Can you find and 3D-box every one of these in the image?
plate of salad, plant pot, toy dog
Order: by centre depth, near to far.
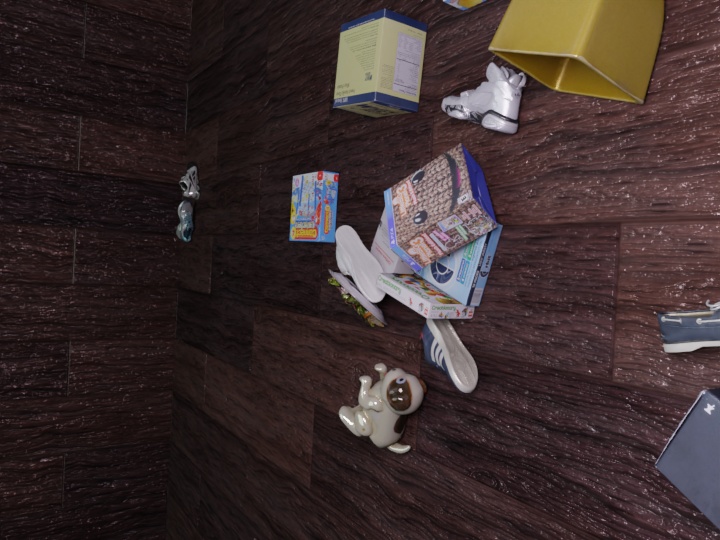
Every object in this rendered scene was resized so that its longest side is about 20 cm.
[{"bbox_3d":[0.357,-0.403,0.950,0.193,0.191,0.206,33,106,52],"label":"plant pot"},{"bbox_3d":[0.065,0.310,1.390,0.196,0.137,0.202,56,133,25],"label":"toy dog"},{"bbox_3d":[-0.012,0.073,1.480,0.048,0.199,0.200,-47,41,2],"label":"plate of salad"}]

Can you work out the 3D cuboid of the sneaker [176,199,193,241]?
[{"bbox_3d":[-0.817,-0.233,2.873,0.086,0.076,0.206,35,124,39],"label":"sneaker"}]

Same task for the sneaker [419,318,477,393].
[{"bbox_3d":[0.180,0.189,1.277,0.086,0.073,0.203,-61,32,32],"label":"sneaker"}]

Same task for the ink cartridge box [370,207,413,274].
[{"bbox_3d":[0.092,-0.073,1.432,0.116,0.066,0.205,49,127,48],"label":"ink cartridge box"}]

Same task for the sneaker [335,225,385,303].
[{"bbox_3d":[0.000,0.000,1.469,0.204,0.072,0.116,62,166,18],"label":"sneaker"}]

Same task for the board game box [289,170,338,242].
[{"bbox_3d":[-0.142,-0.187,1.817,0.198,0.054,0.203,4,91,57],"label":"board game box"}]

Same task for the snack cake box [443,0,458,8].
[{"bbox_3d":[0.256,-0.621,1.219,0.198,0.066,0.119,6,91,57],"label":"snack cake box"}]

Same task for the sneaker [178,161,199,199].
[{"bbox_3d":[-0.810,-0.432,2.848,0.074,0.086,0.205,-48,48,45],"label":"sneaker"}]

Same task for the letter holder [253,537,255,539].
[{"bbox_3d":[-0.370,1.026,2.045,0.199,0.098,0.147,29,110,54],"label":"letter holder"}]

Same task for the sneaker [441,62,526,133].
[{"bbox_3d":[0.248,-0.351,1.210,0.199,0.073,0.118,35,116,47],"label":"sneaker"}]

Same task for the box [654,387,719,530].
[{"bbox_3d":[0.487,0.237,0.681,0.201,0.192,0.127,50,127,46],"label":"box"}]

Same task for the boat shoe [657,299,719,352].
[{"bbox_3d":[0.489,0.064,0.805,0.199,0.073,0.064,-30,74,62],"label":"boat shoe"}]

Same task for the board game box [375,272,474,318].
[{"bbox_3d":[0.136,0.053,1.304,0.199,0.123,0.036,31,113,53],"label":"board game box"}]

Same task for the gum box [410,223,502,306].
[{"bbox_3d":[0.198,-0.045,1.287,0.199,0.043,0.175,34,115,52],"label":"gum box"}]

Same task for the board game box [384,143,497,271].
[{"bbox_3d":[0.155,-0.125,1.220,0.197,0.096,0.163,-30,45,27],"label":"board game box"}]

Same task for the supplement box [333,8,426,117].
[{"bbox_3d":[0.044,-0.495,1.478,0.198,0.131,0.207,13,99,56],"label":"supplement box"}]
